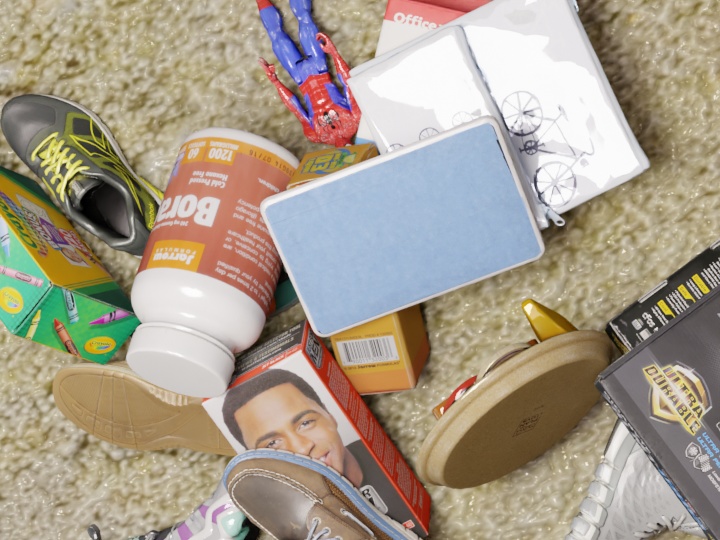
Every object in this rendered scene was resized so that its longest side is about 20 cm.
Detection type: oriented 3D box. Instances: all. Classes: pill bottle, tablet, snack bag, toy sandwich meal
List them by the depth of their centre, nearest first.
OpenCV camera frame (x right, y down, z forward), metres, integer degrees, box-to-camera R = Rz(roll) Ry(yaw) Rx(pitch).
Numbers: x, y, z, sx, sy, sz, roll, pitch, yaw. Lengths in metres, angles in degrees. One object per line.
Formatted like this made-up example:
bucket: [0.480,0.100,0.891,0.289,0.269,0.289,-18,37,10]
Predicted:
tablet: [0.034,-0.033,1.609,0.199,0.014,0.131,-20,114,8]
toy sandwich meal: [0.115,0.097,1.618,0.205,0.205,0.070,-41,64,12]
snack bag: [0.112,-0.118,1.635,0.199,0.021,0.189,-25,85,12]
pill bottle: [-0.120,-0.005,1.648,0.112,0.112,0.201,9,64,15]

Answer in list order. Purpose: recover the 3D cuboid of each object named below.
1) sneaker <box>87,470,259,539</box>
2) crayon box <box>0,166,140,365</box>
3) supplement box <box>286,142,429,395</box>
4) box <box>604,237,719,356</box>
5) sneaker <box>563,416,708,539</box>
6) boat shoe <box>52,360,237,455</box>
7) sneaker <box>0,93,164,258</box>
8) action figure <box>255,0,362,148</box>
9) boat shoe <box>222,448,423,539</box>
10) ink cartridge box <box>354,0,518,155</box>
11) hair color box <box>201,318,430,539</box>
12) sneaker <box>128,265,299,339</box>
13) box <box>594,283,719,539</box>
sneaker: [-0.169,0.235,1.757,0.139,0.078,0.201,21,96,14]
crayon box: [-0.285,-0.014,1.732,0.058,0.119,0.200,-50,55,11]
supplement box: [0.000,0.000,1.672,0.068,0.067,0.201,-5,115,18]
box: [0.315,0.076,1.615,0.159,0.049,0.200,-36,81,-5]
sneaker: [0.231,0.214,1.648,0.115,0.075,0.201,23,96,12]
boat shoe: [-0.164,0.112,1.761,0.199,0.069,0.074,11,114,10]
sneaker: [-0.240,-0.087,1.770,0.200,0.085,0.075,39,100,12]
action figure: [-0.047,-0.178,1.737,0.065,0.052,0.201,-26,86,11]
boat shoe: [-0.023,0.213,1.639,0.199,0.072,0.072,30,115,-11]
ink cartridge box: [0.070,-0.155,1.691,0.116,0.067,0.201,13,94,15]
hair color box: [-0.034,0.151,1.684,0.101,0.061,0.200,-29,110,16]
sneaker: [-0.110,0.016,1.736,0.200,0.080,0.072,-35,79,13]
box: [0.316,0.104,1.563,0.198,0.050,0.200,-36,81,-3]
